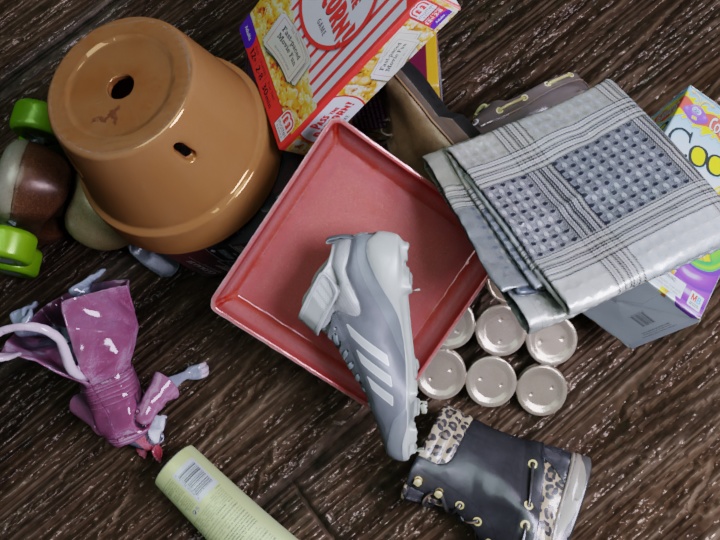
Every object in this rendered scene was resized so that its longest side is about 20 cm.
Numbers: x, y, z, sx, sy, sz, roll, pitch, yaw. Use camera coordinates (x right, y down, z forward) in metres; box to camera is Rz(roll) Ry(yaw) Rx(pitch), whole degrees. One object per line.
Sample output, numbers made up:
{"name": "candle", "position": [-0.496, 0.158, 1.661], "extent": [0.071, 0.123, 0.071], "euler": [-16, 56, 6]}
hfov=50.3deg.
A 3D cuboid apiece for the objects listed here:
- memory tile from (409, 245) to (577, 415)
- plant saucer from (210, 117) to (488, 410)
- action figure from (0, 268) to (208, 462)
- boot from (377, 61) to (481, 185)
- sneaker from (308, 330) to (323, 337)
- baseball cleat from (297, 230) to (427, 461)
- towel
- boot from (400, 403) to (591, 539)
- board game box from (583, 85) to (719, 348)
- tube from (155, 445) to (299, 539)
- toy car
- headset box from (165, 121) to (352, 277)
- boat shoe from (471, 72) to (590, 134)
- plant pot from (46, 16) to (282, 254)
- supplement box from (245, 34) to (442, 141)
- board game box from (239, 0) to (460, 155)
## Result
{"name": "memory tile", "position": [0.109, 0.053, 0.735], "extent": [0.198, 0.017, 0.154], "euler": [9, 95, 1]}
{"name": "plant saucer", "position": [0.000, 0.000, 0.694], "extent": [0.199, 0.037, 0.201], "euler": [33, 94, -12]}
{"name": "action figure", "position": [-0.241, 0.107, 0.745], "extent": [0.133, 0.149, 0.201], "euler": [-21, 103, 11]}
{"name": "boot", "position": [0.037, -0.150, 0.721], "extent": [0.075, 0.074, 0.200], "euler": [-44, 80, 26]}
{"name": "sneaker", "position": [0.010, 0.006, 0.786], "extent": [0.077, 0.076, 0.201], "euler": [39, 70, -20]}
{"name": "baseball cleat", "position": [0.002, 0.066, 0.664], "extent": [0.106, 0.070, 0.202], "euler": [-2, 97, 7]}
{"name": "towel", "position": [0.173, -0.063, 0.621], "extent": [0.199, 0.035, 0.193], "euler": [-23, 60, -7]}
{"name": "boot", "position": [0.106, 0.230, 0.689], "extent": [0.150, 0.073, 0.201], "euler": [24, 74, 14]}
{"name": "board game box", "position": [0.273, -0.048, 0.698], "extent": [0.103, 0.105, 0.200], "euler": [36, 66, -1]}
{"name": "tube", "position": [-0.112, 0.254, 0.734], "extent": [0.200, 0.058, 0.052], "euler": [39, 40, 15]}
{"name": "toy car", "position": [-0.288, -0.067, 0.838], "extent": [0.199, 0.158, 0.166], "euler": [13, 77, -17]}
{"name": "headset box", "position": [-0.112, -0.081, 0.796], "extent": [0.199, 0.075, 0.150], "euler": [-7, 68, 27]}
{"name": "boat shoe", "position": [0.153, -0.148, 0.803], "extent": [0.199, 0.072, 0.060], "euler": [-23, 64, -3]}
{"name": "plant pot", "position": [-0.185, -0.133, 0.701], "extent": [0.198, 0.140, 0.202], "euler": [-4, 70, 11]}
{"name": "supplement box", "position": [-0.013, -0.197, 0.823], "extent": [0.198, 0.110, 0.086], "euler": [-3, 72, 8]}
{"name": "board game box", "position": [-0.020, -0.223, 0.682], "extent": [0.200, 0.046, 0.152], "euler": [-39, 60, 36]}
